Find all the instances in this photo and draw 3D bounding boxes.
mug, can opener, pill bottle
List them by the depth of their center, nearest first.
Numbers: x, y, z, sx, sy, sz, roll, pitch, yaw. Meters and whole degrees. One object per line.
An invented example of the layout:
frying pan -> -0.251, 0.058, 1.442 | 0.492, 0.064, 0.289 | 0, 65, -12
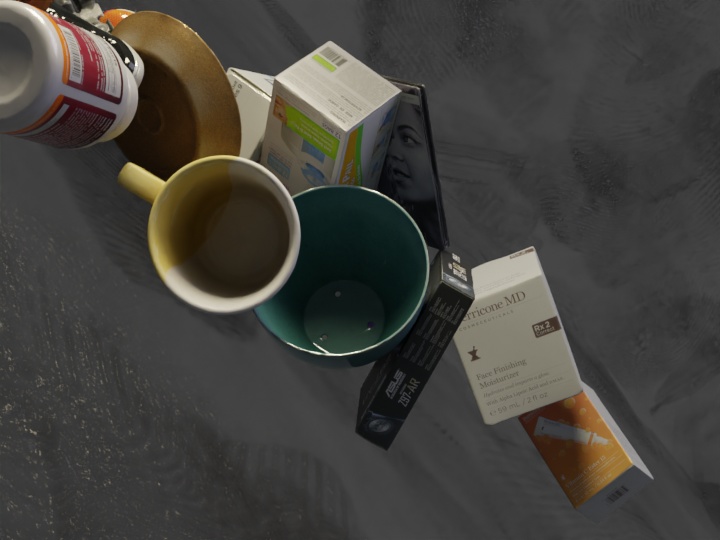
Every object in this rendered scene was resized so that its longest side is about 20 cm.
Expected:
pill bottle -> -0.282, -0.171, 1.352 | 0.113, 0.113, 0.200 | 52, 10, 12
mug -> -0.136, -0.051, 1.487 | 0.188, 0.148, 0.153 | 62, 3, 1
can opener -> -0.342, -0.309, 1.773 | 0.201, 0.053, 0.067 | 57, -19, 32

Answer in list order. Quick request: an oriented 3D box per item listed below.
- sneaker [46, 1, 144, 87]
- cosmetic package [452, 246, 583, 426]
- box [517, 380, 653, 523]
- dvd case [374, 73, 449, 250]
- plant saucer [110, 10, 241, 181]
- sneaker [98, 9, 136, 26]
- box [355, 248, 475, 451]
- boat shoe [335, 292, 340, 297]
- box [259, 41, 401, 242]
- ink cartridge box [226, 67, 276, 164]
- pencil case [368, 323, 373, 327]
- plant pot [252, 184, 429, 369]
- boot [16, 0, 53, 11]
sneaker -> -0.311, -0.233, 1.492 | 0.199, 0.074, 0.112 | 31, -1, 42
cosmetic package -> 0.230, 0.099, 2.278 | 0.165, 0.163, 0.202 | -85, 154, -74
box -> 0.372, 0.295, 2.460 | 0.097, 0.124, 0.201 | 36, 18, -51
dvd case -> 0.034, -0.130, 1.708 | 0.148, 0.016, 0.202 | 21, -50, 45
plant saucer -> -0.209, -0.167, 1.543 | 0.201, 0.200, 0.035 | 51, 46, 5
sneaker -> -0.253, -0.244, 1.832 | 0.200, 0.073, 0.077 | 48, 21, 0
box -> 0.062, 0.086, 1.674 | 0.043, 0.201, 0.160 | 28, 14, -4
boat shoe -> 0.000, 0.000, 1.826 | 0.200, 0.073, 0.068 | -89, 165, -68
box -> -0.041, -0.137, 1.685 | 0.112, 0.201, 0.101 | 37, 51, 18
ink cartridge box -> -0.119, -0.153, 1.777 | 0.087, 0.146, 0.200 | 35, 13, 18
pencil case -> 0.010, 0.043, 1.912 | 0.084, 0.086, 0.200 | 39, 15, -18
plant pot -> -0.022, 0.026, 1.630 | 0.201, 0.199, 0.135 | 55, -11, 23
boot -> -0.339, -0.272, 1.335 | 0.074, 0.154, 0.200 | 52, 11, 11
